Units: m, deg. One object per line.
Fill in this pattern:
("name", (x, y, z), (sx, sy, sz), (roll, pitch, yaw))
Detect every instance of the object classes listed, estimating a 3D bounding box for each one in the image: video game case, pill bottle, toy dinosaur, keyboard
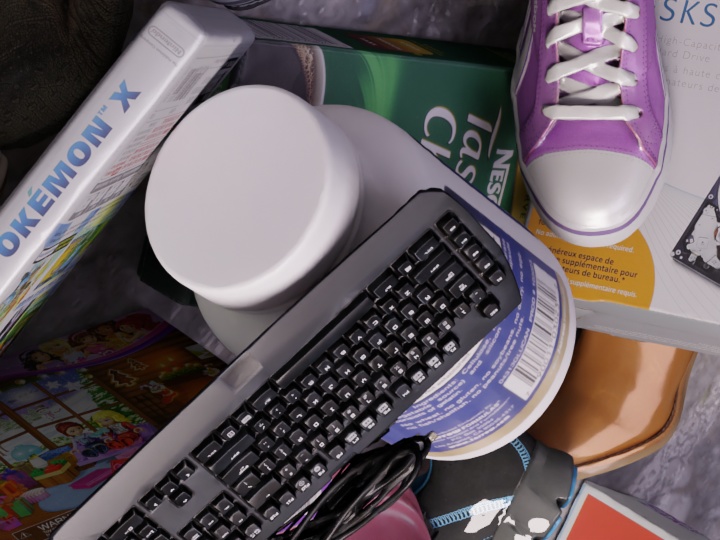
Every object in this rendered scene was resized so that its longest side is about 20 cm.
("video game case", (-0.109, -0.023, 0.875), (0.022, 0.200, 0.183), (39, 96, -2))
("pill bottle", (0.000, 0.000, 0.952), (0.112, 0.111, 0.200), (-59, 145, -2))
("toy dinosaur", (-0.125, -0.081, 0.872), (0.077, 0.199, 0.103), (36, 47, -55))
("keyboard", (-0.014, 0.067, 0.879), (0.200, 0.040, 0.104), (-43, 134, 5))

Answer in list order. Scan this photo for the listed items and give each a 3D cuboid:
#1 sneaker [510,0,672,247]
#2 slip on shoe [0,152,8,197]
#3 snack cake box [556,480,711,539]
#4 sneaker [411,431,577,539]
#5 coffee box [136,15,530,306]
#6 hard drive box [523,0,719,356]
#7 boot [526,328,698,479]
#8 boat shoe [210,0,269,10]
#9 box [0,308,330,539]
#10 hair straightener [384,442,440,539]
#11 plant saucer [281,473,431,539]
("sneaker", (0.097, -0.118, 1.022), (0.114, 0.072, 0.202), (57, 34, -71))
("slip on shoe", (-0.204, 0.011, 0.854), (0.060, 0.076, 0.200), (32, 129, -21))
("snack cake box", (0.134, 0.230, 1.262), (0.067, 0.115, 0.201), (21, 96, -45))
("sneaker", (0.025, 0.153, 1.171), (0.201, 0.082, 0.073), (-57, 180, 14))
("coffee box", (0.001, -0.045, 1.061), (0.199, 0.044, 0.124), (3, 107, -43))
("hard drive box", (0.173, -0.065, 1.085), (0.077, 0.155, 0.202), (33, 70, -61))
("boot", (0.131, 0.001, 1.190), (0.200, 0.074, 0.155), (-36, 123, -22))
("boat shoe", (0.010, -0.161, 1.004), (0.200, 0.070, 0.067), (-44, 132, -27))
("box", (-0.129, 0.084, 0.944), (0.199, 0.137, 0.039), (-20, 123, -34))
("hair straightener", (0.001, 0.116, 1.102), (0.077, 0.041, 0.200), (39, 97, -10))
("plant saucer", (-0.031, 0.178, 1.030), (0.200, 0.051, 0.202), (-32, 136, -36))
